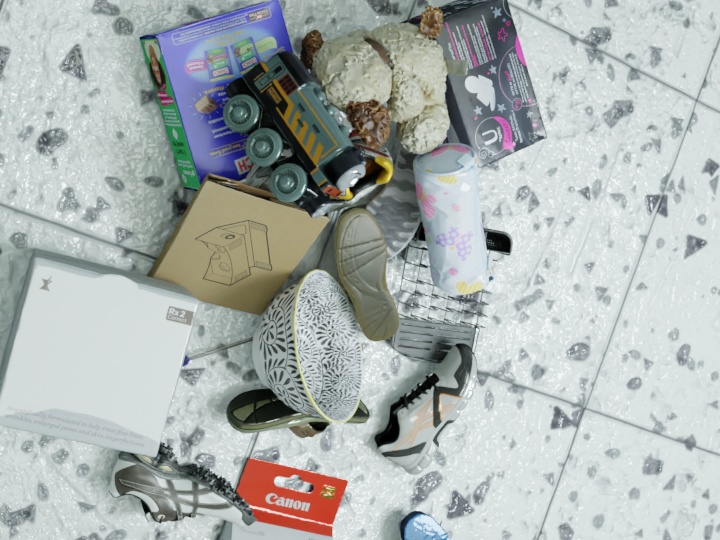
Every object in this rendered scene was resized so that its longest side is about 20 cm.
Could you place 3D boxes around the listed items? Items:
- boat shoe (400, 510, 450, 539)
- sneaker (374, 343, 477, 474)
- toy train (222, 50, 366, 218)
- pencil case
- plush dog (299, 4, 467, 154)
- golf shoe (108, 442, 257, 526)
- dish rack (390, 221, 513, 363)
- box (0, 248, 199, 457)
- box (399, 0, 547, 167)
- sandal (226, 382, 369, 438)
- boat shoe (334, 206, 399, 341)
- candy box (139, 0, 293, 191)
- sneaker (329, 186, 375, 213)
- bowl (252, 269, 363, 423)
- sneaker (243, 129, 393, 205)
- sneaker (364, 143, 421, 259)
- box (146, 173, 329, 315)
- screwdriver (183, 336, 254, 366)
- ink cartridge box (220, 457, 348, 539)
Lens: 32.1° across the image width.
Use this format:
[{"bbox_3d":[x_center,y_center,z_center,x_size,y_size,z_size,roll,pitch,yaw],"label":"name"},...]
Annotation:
[{"bbox_3d":[0.105,0.428,1.795,0.084,0.069,0.200,-27,108,-10],"label":"boat shoe"},{"bbox_3d":[0.092,0.187,1.737,0.080,0.074,0.200,27,95,-20],"label":"sneaker"},{"bbox_3d":[-0.078,-0.162,1.476,0.114,0.085,0.200,-38,76,12],"label":"toy train"},{"bbox_3d":[0.122,-0.065,1.625,0.083,0.091,0.200,-29,125,-25],"label":"pencil case"},{"bbox_3d":[0.018,-0.244,1.544,0.172,0.161,0.200,-24,65,-38],"label":"plush dog"},{"bbox_3d":[-0.232,0.293,1.616,0.200,0.078,0.095,32,88,-14],"label":"golf shoe"},{"bbox_3d":[0.121,0.033,1.745,0.153,0.055,0.200,8,95,-25],"label":"dish rack"},{"bbox_3d":[-0.318,0.096,1.493,0.199,0.131,0.200,15,91,-16],"label":"box"},{"bbox_3d":[0.145,-0.252,1.668,0.115,0.132,0.200,-24,107,-16],"label":"box"},{"bbox_3d":[-0.086,0.191,1.673,0.201,0.080,0.057,-2,127,-23],"label":"sandal"},{"bbox_3d":[0.001,0.000,1.661,0.072,0.066,0.201,-22,121,-10],"label":"boat shoe"},{"bbox_3d":[-0.162,-0.218,1.562,0.169,0.077,0.200,-21,105,-22],"label":"candy box"},{"bbox_3d":[-0.073,-0.096,1.635,0.200,0.076,0.088,-38,99,-20],"label":"sneaker"},{"bbox_3d":[-0.079,0.104,1.624,0.201,0.094,0.201,-10,90,-67],"label":"bowl"},{"bbox_3d":[-0.052,-0.118,1.549,0.200,0.082,0.078,-21,127,-15],"label":"sneaker"},{"bbox_3d":[0.062,-0.102,1.687,0.075,0.082,0.200,30,105,4],"label":"sneaker"},{"bbox_3d":[-0.156,-0.028,1.556,0.163,0.021,0.200,15,134,-25],"label":"box"},{"bbox_3d":[-0.210,0.110,1.626,0.200,0.029,0.028,-19,106,-28],"label":"screwdriver"},{"bbox_3d":[-0.107,0.369,1.696,0.160,0.047,0.200,18,93,-26],"label":"ink cartridge box"}]
